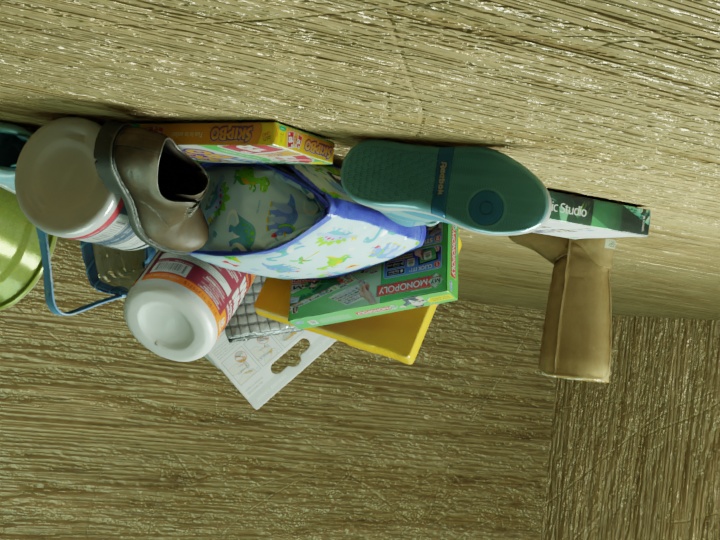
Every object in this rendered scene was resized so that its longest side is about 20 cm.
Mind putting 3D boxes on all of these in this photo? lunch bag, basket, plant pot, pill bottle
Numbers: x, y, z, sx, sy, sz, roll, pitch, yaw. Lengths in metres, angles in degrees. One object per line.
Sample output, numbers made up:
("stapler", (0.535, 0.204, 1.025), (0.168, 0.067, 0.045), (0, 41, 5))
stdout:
("lunch bag", (-0.056, -0.054, 1.470), (0.200, 0.128, 0.170), (4, 176, 38))
("basket", (-0.295, -0.052, 1.653), (0.200, 0.177, 0.139), (-15, -167, -40))
("plant pot", (-0.539, -0.067, 1.870), (0.200, 0.201, 0.184), (4, 164, 38))
("pill bottle", (-0.176, -0.001, 1.566), (0.109, 0.110, 0.200), (5, -141, 21))
("pill bottle", (-0.255, -0.083, 1.445), (0.119, 0.120, 0.200), (5, 176, 19))

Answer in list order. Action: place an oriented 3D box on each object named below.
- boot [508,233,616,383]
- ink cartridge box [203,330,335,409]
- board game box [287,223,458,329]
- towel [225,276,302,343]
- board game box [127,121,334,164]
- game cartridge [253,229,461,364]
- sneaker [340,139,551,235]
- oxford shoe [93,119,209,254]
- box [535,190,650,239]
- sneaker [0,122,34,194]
("boot", (0.242, 0.033, 1.743), (0.066, 0.201, 0.175), (9, 175, -41))
("ink cartridge box", (-0.144, 0.053, 1.761), (0.200, 0.162, 0.057), (50, 160, -2))
("board game box", (0.014, -0.016, 1.551), (0.199, 0.135, 0.029), (-11, 152, 27))
("towel", (-0.079, -0.005, 1.712), (0.199, 0.166, 0.086), (-9, 170, -5))
("board game box", (-0.133, -0.123, 1.349), (0.199, 0.030, 0.095), (7, 177, 35))
("game cartridge", (0.000, 0.000, 1.614), (0.199, 0.177, 0.032), (18, 161, 18))
("sneaker", (0.091, -0.073, 1.327), (0.199, 0.080, 0.131), (15, 177, 17))
("oxford shoe", (-0.181, -0.068, 1.352), (0.084, 0.073, 0.200), (9, 158, 20))
("box", (0.205, -0.066, 1.584), (0.199, 0.036, 0.144), (7, 177, -27))
("sneaker", (-0.352, -0.114, 1.491), (0.200, 0.074, 0.082), (8, 179, -41))
